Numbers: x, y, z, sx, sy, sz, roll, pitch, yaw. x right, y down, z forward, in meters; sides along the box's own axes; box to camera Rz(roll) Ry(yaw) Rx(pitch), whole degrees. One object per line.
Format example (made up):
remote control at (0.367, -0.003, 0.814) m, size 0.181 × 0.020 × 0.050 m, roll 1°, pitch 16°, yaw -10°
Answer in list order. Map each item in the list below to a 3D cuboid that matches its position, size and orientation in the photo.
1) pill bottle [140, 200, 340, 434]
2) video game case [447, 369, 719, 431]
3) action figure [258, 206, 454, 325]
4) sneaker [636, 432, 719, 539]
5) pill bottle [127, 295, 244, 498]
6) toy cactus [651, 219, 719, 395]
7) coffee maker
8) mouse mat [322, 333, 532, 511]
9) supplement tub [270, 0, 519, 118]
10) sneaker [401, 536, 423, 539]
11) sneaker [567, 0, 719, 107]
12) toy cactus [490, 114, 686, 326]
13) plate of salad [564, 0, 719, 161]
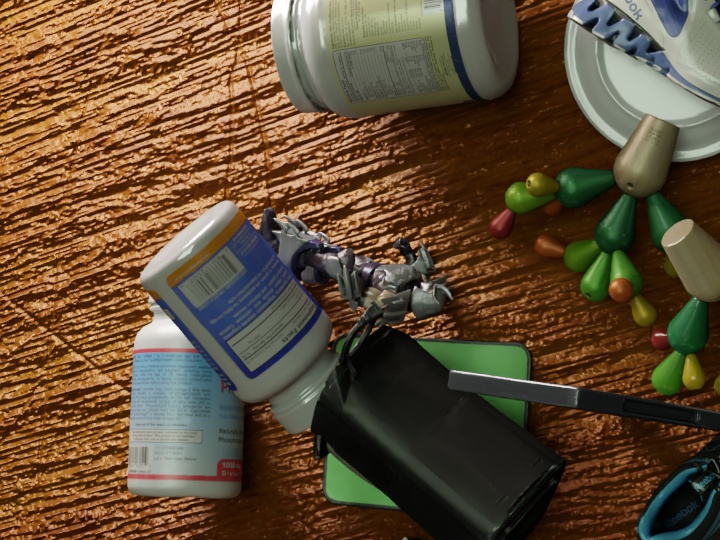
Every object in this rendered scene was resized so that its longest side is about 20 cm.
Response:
pill bottle at (-0.096, 0.046, 1.428) m, size 0.112 × 0.112 × 0.200 m, roll -37°, pitch 102°, yaw 14°
video game case at (0.190, 0.107, 1.285) m, size 0.142 × 0.199 × 0.019 m, roll 4°, pitch 85°, yaw 50°
action figure at (0.000, 0.000, 1.449) m, size 0.199 × 0.130 × 0.070 m, roll 18°, pitch 100°, yaw 32°
sneaker at (0.311, 0.170, 1.314) m, size 0.200 × 0.082 × 0.073 m, roll -46°, pitch 66°, yaw 9°
pill bottle at (-0.163, 0.113, 1.504) m, size 0.108 × 0.109 × 0.202 m, roll -1°, pitch 83°, yaw 22°
toy cactus at (0.306, 0.022, 1.279) m, size 0.199 × 0.103 × 0.165 m, roll -28°, pitch 114°, yaw 35°
coffee maker at (0.062, 0.155, 1.355) m, size 0.199 × 0.192 × 0.135 m, roll 37°, pitch 81°, yaw 20°
mouse mat at (0.060, 0.142, 1.463) m, size 0.198 × 0.008 × 0.163 m, roll 2°, pitch 84°, yaw 23°
supplement tub at (0.033, -0.217, 1.447) m, size 0.198 × 0.145 × 0.146 m, roll -6°, pitch 81°, yaw 22°
sneaker at (0.097, 0.301, 1.391) m, size 0.199 × 0.074 × 0.081 m, roll 24°, pitch 90°, yaw 23°
sneaker at (0.283, -0.213, 1.327) m, size 0.199 × 0.080 × 0.116 m, roll 33°, pitch 102°, yaw 14°
toy cactus at (0.220, -0.054, 1.362) m, size 0.199 × 0.102 × 0.166 m, roll 27°, pitch 101°, yaw 26°
plate of salad at (0.279, -0.196, 1.395) m, size 0.198 × 0.048 × 0.202 m, roll 1°, pitch 93°, yaw 16°
